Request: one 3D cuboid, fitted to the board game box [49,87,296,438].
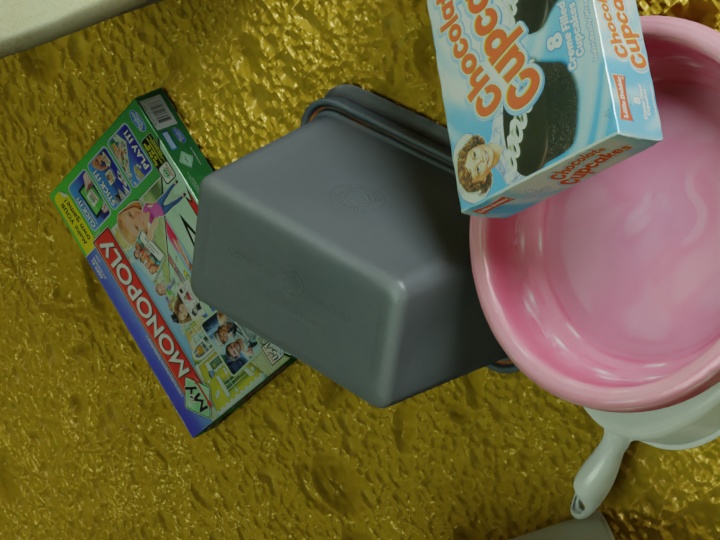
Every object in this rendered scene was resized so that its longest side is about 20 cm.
[{"bbox_3d":[-0.123,-0.003,1.333,0.134,0.029,0.201,-40,79,44],"label":"board game box"}]

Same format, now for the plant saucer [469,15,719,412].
[{"bbox_3d":[0.146,-0.027,1.011,0.199,0.051,0.203,-10,74,41],"label":"plant saucer"}]

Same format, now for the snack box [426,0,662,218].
[{"bbox_3d":[0.086,-0.140,1.018,0.116,0.037,0.202,-27,65,46],"label":"snack box"}]

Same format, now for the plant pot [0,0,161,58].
[{"bbox_3d":[-0.153,-0.237,1.154,0.176,0.199,0.202,0,108,32],"label":"plant pot"}]

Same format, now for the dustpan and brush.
[{"bbox_3d":[0.150,0.065,1.090,0.140,0.057,0.201,50,125,35],"label":"dustpan and brush"}]

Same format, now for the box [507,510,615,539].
[{"bbox_3d":[0.068,0.237,1.130,0.198,0.098,0.125,-19,99,3],"label":"box"}]

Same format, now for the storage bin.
[{"bbox_3d":[0.000,0.000,1.143,0.199,0.134,0.147,30,126,32],"label":"storage bin"}]
